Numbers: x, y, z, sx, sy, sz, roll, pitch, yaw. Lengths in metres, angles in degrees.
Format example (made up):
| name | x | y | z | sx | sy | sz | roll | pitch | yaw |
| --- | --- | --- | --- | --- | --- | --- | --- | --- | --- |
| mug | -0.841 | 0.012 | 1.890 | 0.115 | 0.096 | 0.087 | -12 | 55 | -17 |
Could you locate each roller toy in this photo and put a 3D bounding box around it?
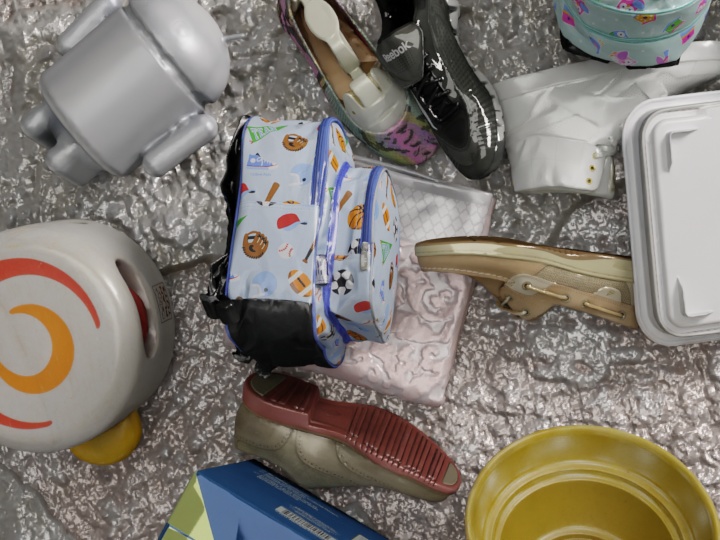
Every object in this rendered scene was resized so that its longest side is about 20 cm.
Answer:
| name | x | y | z | sx | sy | sz | roll | pitch | yaw |
| --- | --- | --- | --- | --- | --- | --- | --- | --- | --- |
| roller toy | -0.251 | 0.052 | 1.228 | 0.199 | 0.140 | 0.183 | 30 | 100 | 6 |

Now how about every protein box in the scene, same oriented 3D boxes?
| name | x | y | z | sx | sy | sz | roll | pitch | yaw |
| --- | --- | --- | --- | --- | --- | --- | --- | --- | --- |
| protein box | -0.056 | 0.258 | 1.151 | 0.198 | 0.200 | 0.136 | 29 | 90 | 9 |

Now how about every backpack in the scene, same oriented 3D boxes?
| name | x | y | z | sx | sy | sz | roll | pitch | yaw |
| --- | --- | --- | --- | --- | --- | --- | --- | --- | --- |
| backpack | 0.216 | -0.259 | 1.165 | 0.165 | 0.127 | 0.201 | 5 | 54 | 12 |
| backpack | -0.044 | -0.026 | 1.157 | 0.153 | 0.200 | 0.192 | -4 | 75 | 1 |

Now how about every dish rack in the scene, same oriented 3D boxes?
| name | x | y | z | sx | sy | sz | roll | pitch | yaw |
| --- | --- | --- | --- | --- | --- | --- | --- | --- | --- |
| dish rack | 0.301 | -0.044 | 1.171 | 0.170 | 0.044 | 0.202 | -7 | 95 | -7 |

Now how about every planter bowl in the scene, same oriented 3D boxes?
| name | x | y | z | sx | sy | sz | roll | pitch | yaw |
| --- | --- | --- | --- | --- | --- | --- | --- | --- | --- |
| planter bowl | 0.180 | 0.226 | 1.160 | 0.198 | 0.084 | 0.201 | -1 | 44 | 1 |

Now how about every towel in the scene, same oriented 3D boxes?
| name | x | y | z | sx | sy | sz | roll | pitch | yaw |
| --- | --- | --- | --- | --- | --- | --- | --- | --- | --- |
| towel | 0.000 | 0.000 | 1.252 | 0.198 | 0.032 | 0.193 | 16 | 88 | 10 |

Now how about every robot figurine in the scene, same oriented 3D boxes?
| name | x | y | z | sx | sy | sz | roll | pitch | yaw |
| --- | --- | --- | --- | --- | --- | --- | --- | --- | --- |
| robot figurine | -0.193 | -0.161 | 1.250 | 0.200 | 0.113 | 0.170 | -39 | 78 | 4 |

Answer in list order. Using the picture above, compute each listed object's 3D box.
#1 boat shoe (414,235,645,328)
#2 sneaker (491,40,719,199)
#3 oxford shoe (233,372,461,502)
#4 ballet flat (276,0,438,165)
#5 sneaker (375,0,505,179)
| name | x | y | z | sx | sy | sz | roll | pitch | yaw |
| --- | --- | --- | --- | --- | --- | --- | --- | --- | --- |
| boat shoe | 0.140 | 0.010 | 1.197 | 0.198 | 0.071 | 0.065 | 7 | 95 | -6 |
| sneaker | 0.215 | -0.119 | 1.215 | 0.198 | 0.074 | 0.117 | -12 | 86 | 16 |
| oxford shoe | -0.013 | 0.154 | 1.233 | 0.199 | 0.070 | 0.075 | 24 | 115 | 8 |
| ballet flat | -0.008 | -0.174 | 1.247 | 0.069 | 0.071 | 0.201 | -37 | 82 | 3 |
| sneaker | 0.056 | -0.166 | 1.212 | 0.066 | 0.090 | 0.202 | -32 | 67 | 39 |
